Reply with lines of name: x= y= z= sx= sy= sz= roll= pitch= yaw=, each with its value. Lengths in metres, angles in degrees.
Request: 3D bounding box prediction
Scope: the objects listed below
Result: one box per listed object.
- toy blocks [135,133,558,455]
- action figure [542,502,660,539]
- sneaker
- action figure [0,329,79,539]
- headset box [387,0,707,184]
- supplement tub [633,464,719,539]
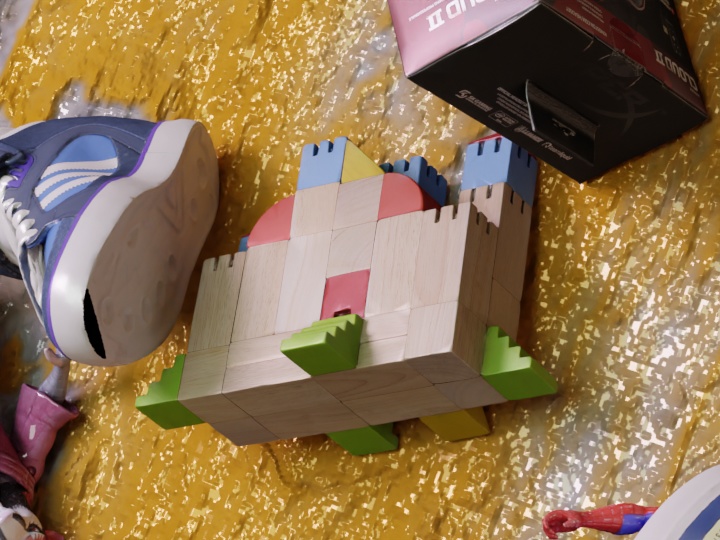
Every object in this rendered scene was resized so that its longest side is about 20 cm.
toy blocks: x=0.000 y=0.000 z=1.278 sx=0.199 sy=0.100 sz=0.137 roll=-12 pitch=55 yaw=32
action figure: x=0.088 y=0.142 z=1.151 sx=0.200 sy=0.099 sz=0.065 roll=-37 pitch=55 yaw=16
sneaker: x=-0.160 y=-0.012 z=1.332 sx=0.146 sy=0.081 sz=0.200 roll=-4 pitch=27 yaw=16
action figure: x=-0.218 y=0.080 z=1.387 sx=0.201 sy=0.134 sz=0.149 roll=57 pitch=146 yaw=9
headset box: x=0.072 y=-0.141 z=1.230 sx=0.075 sy=0.148 sz=0.201 roll=-27 pitch=60 yaw=26
supplement tub: x=0.198 y=0.167 z=1.028 sx=0.199 sy=0.145 sz=0.146 roll=22 pitch=87 yaw=39
